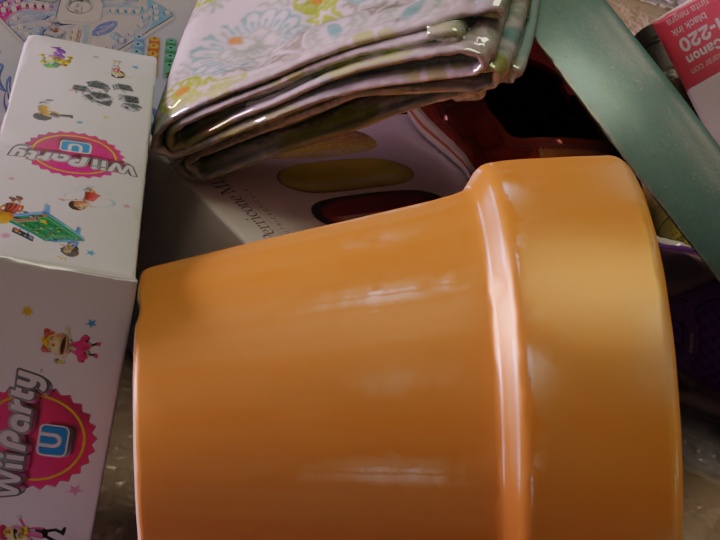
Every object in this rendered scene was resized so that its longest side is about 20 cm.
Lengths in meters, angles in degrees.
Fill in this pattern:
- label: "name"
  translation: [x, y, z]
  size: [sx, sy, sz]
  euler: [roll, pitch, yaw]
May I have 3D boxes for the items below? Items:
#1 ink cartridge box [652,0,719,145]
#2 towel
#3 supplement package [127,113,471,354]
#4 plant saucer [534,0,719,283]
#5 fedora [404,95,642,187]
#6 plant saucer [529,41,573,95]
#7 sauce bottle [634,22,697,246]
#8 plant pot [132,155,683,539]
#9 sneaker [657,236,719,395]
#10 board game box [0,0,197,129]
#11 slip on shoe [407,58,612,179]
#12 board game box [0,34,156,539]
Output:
- label: "ink cartridge box"
  translation: [0.259, -0.070, 0.968]
  size: [0.146, 0.085, 0.201]
  euler: [-16, 77, -61]
- label: "towel"
  translation: [0.000, -0.131, 0.778]
  size: [0.171, 0.048, 0.200]
  euler: [-15, 38, 25]
- label: "supplement package"
  translation: [0.000, 0.000, 0.834]
  size: [0.199, 0.110, 0.114]
  euler: [-8, 35, -34]
- label: "plant saucer"
  translation: [0.135, -0.063, 0.798]
  size: [0.200, 0.036, 0.200]
  euler: [50, 10, -12]
- label: "fedora"
  translation: [0.106, -0.104, 1.083]
  size: [0.200, 0.092, 0.201]
  euler: [10, 28, -5]
- label: "plant saucer"
  translation: [0.030, -0.169, 0.978]
  size: [0.199, 0.037, 0.200]
  euler: [22, 15, -47]
- label: "sauce bottle"
  translation: [0.192, -0.059, 1.002]
  size: [0.064, 0.065, 0.201]
  euler: [6, 52, -13]
- label: "plant pot"
  translation: [0.010, 0.059, 0.662]
  size: [0.182, 0.201, 0.200]
  euler: [-2, 30, -2]
- label: "sneaker"
  translation: [0.136, 0.016, 0.908]
  size: [0.088, 0.081, 0.200]
  euler: [-18, 36, -34]
- label: "board game box"
  translation: [-0.159, -0.107, 0.853]
  size: [0.199, 0.200, 0.043]
  euler: [-7, 2, -17]
- label: "slip on shoe"
  translation: [0.070, -0.075, 0.820]
  size: [0.074, 0.061, 0.200]
  euler: [3, 29, -16]
- label: "board game box"
  translation: [-0.129, 0.011, 0.722]
  size: [0.064, 0.148, 0.200]
  euler: [10, 29, -9]
